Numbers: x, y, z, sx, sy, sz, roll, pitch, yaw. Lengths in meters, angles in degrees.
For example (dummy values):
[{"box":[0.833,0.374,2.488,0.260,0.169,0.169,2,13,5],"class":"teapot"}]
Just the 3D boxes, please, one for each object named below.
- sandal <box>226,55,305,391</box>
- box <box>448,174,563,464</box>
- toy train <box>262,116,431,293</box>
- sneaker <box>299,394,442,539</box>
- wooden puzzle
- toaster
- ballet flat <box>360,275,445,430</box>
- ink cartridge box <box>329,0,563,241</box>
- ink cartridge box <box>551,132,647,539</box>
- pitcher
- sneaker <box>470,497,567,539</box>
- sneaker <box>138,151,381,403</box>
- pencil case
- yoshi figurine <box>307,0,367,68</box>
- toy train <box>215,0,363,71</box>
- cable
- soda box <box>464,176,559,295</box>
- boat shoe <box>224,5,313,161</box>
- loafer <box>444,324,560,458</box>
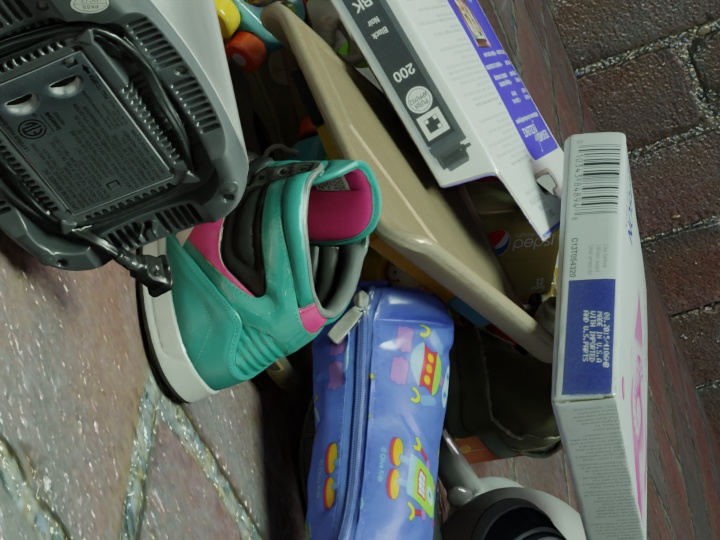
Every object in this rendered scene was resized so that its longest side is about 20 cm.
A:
[{"box":[-0.053,-0.032,1.059,0.082,0.054,0.201,40,38,-66],"class":"sandal"},{"box":[0.117,0.037,1.382,0.098,0.124,0.200,-101,-177,-45],"class":"box"},{"box":[0.000,0.000,1.152,0.150,0.056,0.200,-36,107,-54],"class":"toy train"},{"box":[0.015,0.149,1.096,0.106,0.075,0.201,52,33,-66],"class":"sneaker"},{"box":[0.025,-0.044,1.060,0.185,0.037,0.200,36,19,-51],"class":"wooden puzzle"},{"box":[-0.118,-0.095,0.766,0.200,0.113,0.129,55,20,-47],"class":"toaster"},{"box":[0.025,0.024,1.271,0.200,0.067,0.064,-101,-172,-46],"class":"ballet flat"},{"box":[0.063,-0.107,1.137,0.200,0.043,0.198,59,18,1],"class":"ink cartridge box"},{"box":[0.148,0.056,1.106,0.200,0.043,0.197,70,21,-47],"class":"ink cartridge box"},{"box":[0.089,0.183,1.271,0.172,0.121,0.200,53,4,-2],"class":"pitcher"},{"box":[0.095,0.245,1.115,0.108,0.070,0.201,-159,-106,-74],"class":"sneaker"},{"box":[-0.053,-0.043,0.935,0.084,0.120,0.200,46,29,-62],"class":"sneaker"},{"box":[0.005,0.096,1.001,0.087,0.078,0.200,57,32,-53],"class":"pencil case"},{"box":[-0.033,-0.209,1.262,0.112,0.112,0.200,-96,166,-70],"class":"yoshi figurine"},{"box":[-0.050,-0.220,1.125,0.150,0.056,0.201,-9,81,-34],"class":"toy train"},{"box":[0.112,0.073,1.312,0.050,0.097,0.200,-94,-173,-46],"class":"cable"},{"box":[0.057,-0.054,1.259,0.200,0.068,0.064,-132,-136,-52],"class":"soda box"},{"box":[-0.028,-0.095,1.223,0.071,0.064,0.200,-92,160,-48],"class":"boat shoe"},{"box":[0.098,0.075,1.223,0.200,0.069,0.075,35,47,-68],"class":"loafer"}]
